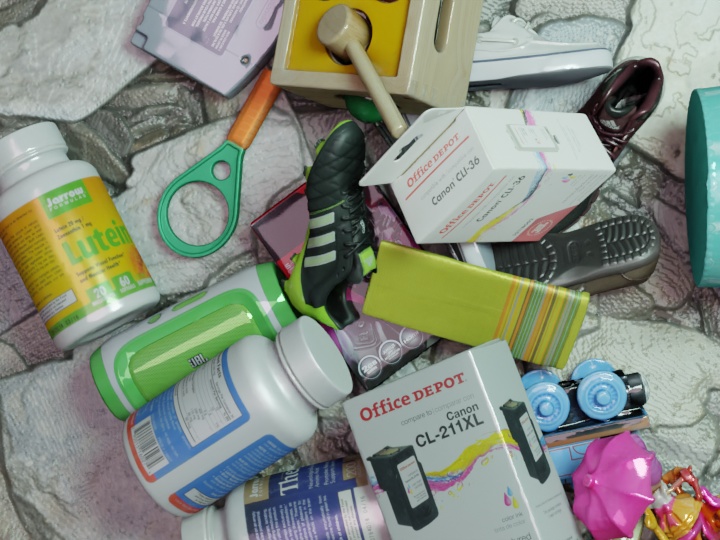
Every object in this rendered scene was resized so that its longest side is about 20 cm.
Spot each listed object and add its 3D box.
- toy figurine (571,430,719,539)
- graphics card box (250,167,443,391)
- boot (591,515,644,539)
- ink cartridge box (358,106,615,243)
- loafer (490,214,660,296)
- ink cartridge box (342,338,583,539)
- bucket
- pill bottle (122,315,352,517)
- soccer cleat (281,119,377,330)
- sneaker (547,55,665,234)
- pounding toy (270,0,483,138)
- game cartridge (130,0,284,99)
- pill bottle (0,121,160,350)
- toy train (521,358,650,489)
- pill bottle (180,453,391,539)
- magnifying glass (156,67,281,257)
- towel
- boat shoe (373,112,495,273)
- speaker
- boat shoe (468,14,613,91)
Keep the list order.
[{"bbox_3d":[0.269,0.214,1.229,0.150,0.200,0.184,-35,99,35],"label":"toy figurine"},{"bbox_3d":[0.000,0.000,1.337,0.125,0.051,0.201,-35,88,3],"label":"graphics card box"},{"bbox_3d":[0.158,0.271,1.313,0.154,0.072,0.201,38,93,7],"label":"boot"},{"bbox_3d":[0.110,-0.080,1.207,0.117,0.199,0.068,-46,58,41],"label":"ink cartridge box"},{"bbox_3d":[0.188,0.007,1.308,0.198,0.071,0.074,-9,53,21],"label":"loafer"},{"bbox_3d":[0.089,0.180,1.233,0.145,0.083,0.202,-25,82,29],"label":"ink cartridge box"},{"bbox_3d":[0.363,-0.075,1.233,0.133,0.207,0.209,-1,90,7],"label":"bucket"},{"bbox_3d":[-0.109,0.130,1.270,0.199,0.112,0.113,-33,87,13],"label":"pill bottle"},{"bbox_3d":[-0.016,-0.039,1.246,0.081,0.067,0.201,31,127,25],"label":"soccer cleat"},{"bbox_3d":[0.212,-0.121,1.285,0.075,0.116,0.201,34,92,4],"label":"sneaker"},{"bbox_3d":[0.014,-0.211,1.253,0.183,0.142,0.202,9,88,34],"label":"pounding toy"},{"bbox_3d":[-0.121,-0.278,1.358,0.132,0.041,0.201,30,93,8],"label":"game cartridge"},{"bbox_3d":[-0.284,-0.035,1.333,0.110,0.111,0.201,-28,87,4],"label":"pill bottle"},{"bbox_3d":[0.177,0.154,1.306,0.198,0.087,0.115,-12,97,4],"label":"toy train"},{"bbox_3d":[-0.063,0.245,1.311,0.198,0.111,0.112,-14,88,5],"label":"pill bottle"},{"bbox_3d":[-0.132,-0.105,1.367,0.079,0.022,0.201,30,94,5],"label":"magnifying glass"},{"bbox_3d":[0.105,0.030,1.277,0.198,0.018,0.087,15,124,-1],"label":"towel"},{"bbox_3d":[0.064,-0.073,1.313,0.066,0.070,0.201,-27,74,16],"label":"boat shoe"},{"bbox_3d":[-0.156,0.069,1.334,0.199,0.088,0.089,-27,87,5],"label":"speaker"},{"bbox_3d":[0.137,-0.208,1.310,0.198,0.074,0.066,-2,87,10],"label":"boat shoe"}]
